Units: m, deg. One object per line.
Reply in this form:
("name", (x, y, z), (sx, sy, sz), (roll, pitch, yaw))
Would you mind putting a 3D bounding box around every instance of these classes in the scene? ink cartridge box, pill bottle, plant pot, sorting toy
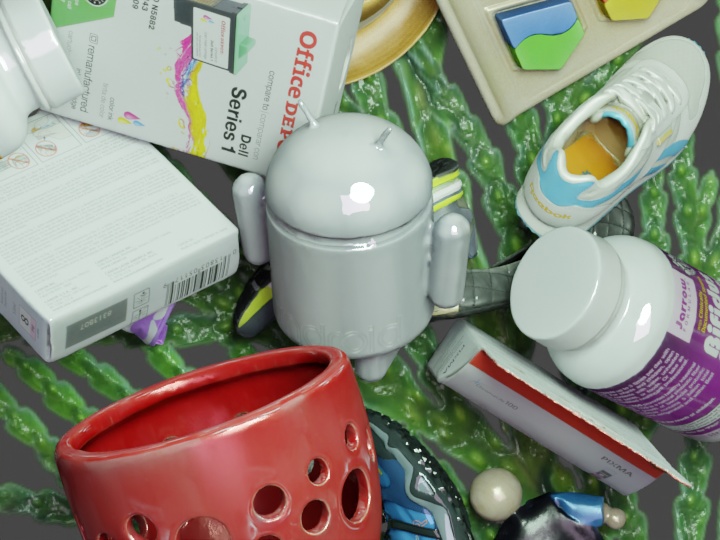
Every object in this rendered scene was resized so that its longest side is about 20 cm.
("ink cartridge box", (-0.204, -0.042, 1.600), (0.162, 0.057, 0.200), (-27, 52, -32))
("pill bottle", (0.201, 0.041, 1.649), (0.199, 0.112, 0.113), (25, 89, -39))
("ink cartridge box", (0.134, 0.106, 1.629), (0.162, 0.200, 0.057), (32, 98, -8))
("pill bottle", (-0.287, -0.110, 1.529), (0.199, 0.111, 0.112), (-26, 96, -2))
("plant pot", (-0.076, 0.164, 1.493), (0.199, 0.200, 0.184), (-19, 98, -6))
("ink cartridge box", (-0.108, -0.160, 1.598), (0.199, 0.084, 0.145), (17, 129, 3))
("sorting toy", (0.147, -0.225, 1.672), (0.199, 0.036, 0.186), (-32, 117, -8))

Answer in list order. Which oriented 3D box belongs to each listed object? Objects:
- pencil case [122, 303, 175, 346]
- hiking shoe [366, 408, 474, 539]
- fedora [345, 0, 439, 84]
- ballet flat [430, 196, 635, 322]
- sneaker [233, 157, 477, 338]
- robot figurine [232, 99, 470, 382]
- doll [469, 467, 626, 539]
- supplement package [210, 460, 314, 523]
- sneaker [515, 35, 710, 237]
("pencil case", (-0.219, -0.014, 1.645), (0.199, 0.084, 0.086), (22, 125, -6))
("hiking shoe", (0.040, 0.194, 1.678), (0.086, 0.074, 0.201), (-36, 77, 6))
("fedora", (-0.029, -0.224, 1.656), (0.199, 0.082, 0.202), (0, 93, -7))
("ballet flat", (0.113, -0.010, 1.681), (0.199, 0.066, 0.057), (-24, 99, -29))
("sneaker", (0.000, 0.000, 1.680), (0.199, 0.074, 0.081), (-30, 100, -3))
("robot figurine", (-0.006, -0.022, 1.564), (0.168, 0.113, 0.201), (9, 129, 16))
("doll", (0.148, 0.230, 1.723), (0.136, 0.048, 0.200), (-38, 97, 2))
("supplement package", (-0.049, 0.209, 1.659), (0.120, 0.120, 0.202), (-10, 94, -8))
("sneaker", (0.193, -0.103, 1.670), (0.076, 0.081, 0.200), (39, 61, 7))
